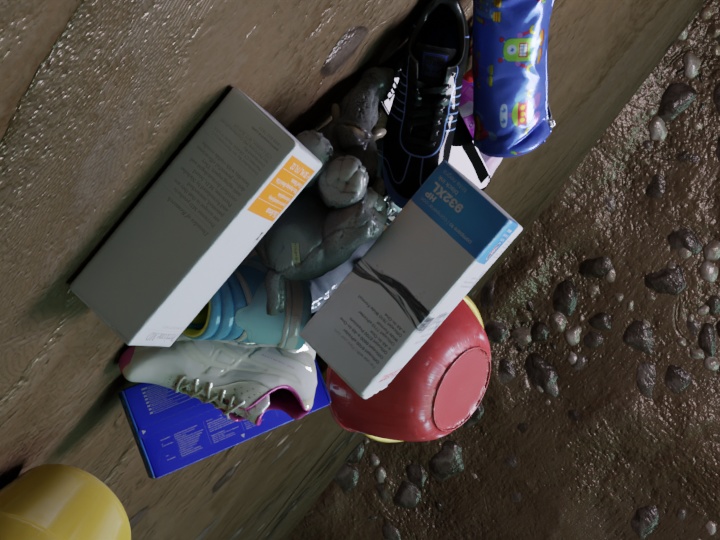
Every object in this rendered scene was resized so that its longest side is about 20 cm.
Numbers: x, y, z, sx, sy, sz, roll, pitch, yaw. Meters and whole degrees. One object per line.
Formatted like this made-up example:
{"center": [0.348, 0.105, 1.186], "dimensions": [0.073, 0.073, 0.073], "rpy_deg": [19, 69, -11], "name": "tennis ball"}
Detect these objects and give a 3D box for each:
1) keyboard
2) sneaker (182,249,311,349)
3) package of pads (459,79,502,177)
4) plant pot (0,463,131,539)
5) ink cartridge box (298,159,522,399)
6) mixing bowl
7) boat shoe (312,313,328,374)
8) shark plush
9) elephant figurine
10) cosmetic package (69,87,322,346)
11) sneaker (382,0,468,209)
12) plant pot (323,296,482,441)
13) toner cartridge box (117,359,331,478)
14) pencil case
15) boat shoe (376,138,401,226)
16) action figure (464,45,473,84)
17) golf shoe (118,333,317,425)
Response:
{"center": [0.060, -0.132, 1.297], "dimensions": [0.104, 0.039, 0.201], "rpy_deg": [-48, 129, -19], "name": "keyboard"}
{"center": [-0.127, 0.013, 1.198], "dimensions": [0.200, 0.129, 0.081], "rpy_deg": [-141, -123, -69], "name": "sneaker"}
{"center": [0.092, -0.126, 1.437], "dimensions": [0.076, 0.120, 0.201], "rpy_deg": [-54, 175, -34], "name": "package of pads"}
{"center": [-0.299, 0.280, 1.131], "dimensions": [0.202, 0.200, 0.189], "rpy_deg": [-54, -177, 28], "name": "plant pot"}
{"center": [0.049, 0.008, 1.139], "dimensions": [0.201, 0.084, 0.145], "rpy_deg": [-50, 172, 7], "name": "ink cartridge box"}
{"center": [0.068, 0.104, 1.338], "dimensions": [0.199, 0.108, 0.203], "rpy_deg": [-30, 134, -37], "name": "mixing bowl"}
{"center": [-0.070, 0.099, 1.371], "dimensions": [0.201, 0.073, 0.063], "rpy_deg": [-47, 171, 4], "name": "boat shoe"}
{"center": [0.000, 0.000, 1.311], "dimensions": [0.198, 0.083, 0.092], "rpy_deg": [-11, 112, -30], "name": "shark plush"}
{"center": [-0.027, -0.080, 1.145], "dimensions": [0.153, 0.143, 0.200], "rpy_deg": [-22, -165, 17], "name": "elephant figurine"}
{"center": [-0.126, -0.038, 0.994], "dimensions": [0.200, 0.071, 0.101], "rpy_deg": [-49, 170, 4], "name": "cosmetic package"}
{"center": [0.060, -0.160, 1.183], "dimensions": [0.078, 0.069, 0.203], "rpy_deg": [81, 17, -78], "name": "sneaker"}
{"center": [0.017, 0.073, 1.524], "dimensions": [0.199, 0.188, 0.203], "rpy_deg": [-18, 125, -29], "name": "plant pot"}
{"center": [-0.138, 0.130, 1.285], "dimensions": [0.198, 0.096, 0.043], "rpy_deg": [-21, 179, -18], "name": "toner cartridge box"}
{"center": [0.155, -0.213, 1.274], "dimensions": [0.078, 0.085, 0.202], "rpy_deg": [-89, 176, -58], "name": "pencil case"}
{"center": [0.032, -0.087, 1.347], "dimensions": [0.073, 0.062, 0.200], "rpy_deg": [-46, 146, 5], "name": "boat shoe"}
{"center": [0.139, -0.234, 1.457], "dimensions": [0.066, 0.051, 0.200], "rpy_deg": [-50, 171, -13], "name": "action figure"}
{"center": [-0.132, 0.103, 1.216], "dimensions": [0.197, 0.093, 0.075], "rpy_deg": [-1, 154, -18], "name": "golf shoe"}
